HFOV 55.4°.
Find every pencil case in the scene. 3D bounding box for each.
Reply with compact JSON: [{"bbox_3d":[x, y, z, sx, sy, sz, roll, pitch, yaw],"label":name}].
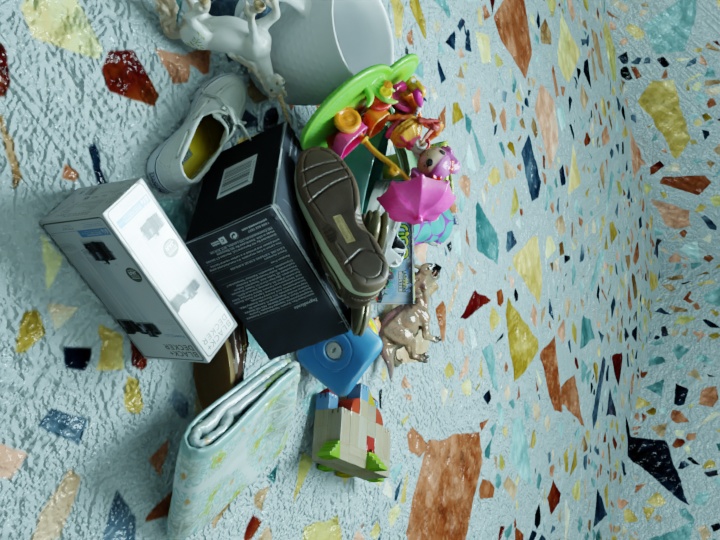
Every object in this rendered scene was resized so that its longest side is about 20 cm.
[{"bbox_3d":[0.095,-0.077,1.239,0.199,0.084,0.094,-16,87,-54],"label":"pencil case"}]

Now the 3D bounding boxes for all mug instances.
[{"bbox_3d":[-0.078,-0.308,0.913,0.199,0.173,0.150,27,64,-51],"label":"mug"},{"bbox_3d":[-0.031,-0.148,1.023,0.185,0.113,0.154,88,19,-74],"label":"mug"}]

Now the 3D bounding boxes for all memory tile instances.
[{"bbox_3d":[0.000,0.000,0.882,0.200,0.017,0.156,-167,-93,-81],"label":"memory tile"}]

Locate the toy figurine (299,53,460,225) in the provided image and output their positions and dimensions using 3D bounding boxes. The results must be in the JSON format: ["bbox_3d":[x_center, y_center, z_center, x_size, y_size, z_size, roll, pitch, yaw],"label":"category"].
[{"bbox_3d":[0.055,-0.149,0.863,0.199,0.150,0.185,-37,83,-22],"label":"toy figurine"}]

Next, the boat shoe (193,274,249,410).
[{"bbox_3d":[-0.168,0.082,0.857,0.070,0.070,0.204,-7,94,-55],"label":"boat shoe"}]

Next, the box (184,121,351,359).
[{"bbox_3d":[-0.102,-0.039,0.855,0.201,0.122,0.198,-91,155,-52],"label":"box"}]

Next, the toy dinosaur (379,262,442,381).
[{"bbox_3d":[0.072,0.090,1.208,0.136,0.085,0.201,50,65,-29],"label":"toy dinosaur"}]

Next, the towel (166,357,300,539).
[{"bbox_3d":[-0.150,0.214,0.834,0.199,0.048,0.173,-35,147,-50],"label":"towel"}]

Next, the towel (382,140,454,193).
[{"bbox_3d":[0.092,-0.161,1.151,0.018,0.199,0.088,-4,93,-27],"label":"towel"}]

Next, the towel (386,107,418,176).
[{"bbox_3d":[0.073,-0.168,1.019,0.200,0.023,0.155,45,29,-68],"label":"towel"}]

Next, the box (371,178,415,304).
[{"bbox_3d":[0.034,-0.046,1.125,0.035,0.108,0.204,10,78,-81],"label":"box"}]

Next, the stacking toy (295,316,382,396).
[{"bbox_3d":[-0.008,0.102,1.079,0.117,0.109,0.200,-54,169,18],"label":"stacking toy"}]

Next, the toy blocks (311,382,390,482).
[{"bbox_3d":[-0.010,0.244,1.080,0.200,0.099,0.139,38,47,-49],"label":"toy blocks"}]

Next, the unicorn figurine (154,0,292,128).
[{"bbox_3d":[-0.149,-0.281,0.830,0.198,0.138,0.075,24,59,-4],"label":"unicorn figurine"}]

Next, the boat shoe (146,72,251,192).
[{"bbox_3d":[-0.177,-0.178,0.842,0.075,0.085,0.203,59,44,-35],"label":"boat shoe"}]

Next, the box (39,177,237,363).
[{"bbox_3d":[-0.231,0.006,0.731,0.060,0.115,0.202,-57,133,-39],"label":"box"}]

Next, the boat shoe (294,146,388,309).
[{"bbox_3d":[-0.033,-0.047,0.787,0.074,0.075,0.205,-8,59,-20],"label":"boat shoe"}]

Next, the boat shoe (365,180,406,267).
[{"bbox_3d":[0.036,-0.039,1.039,0.072,0.067,0.203,-62,165,-61],"label":"boat shoe"}]
